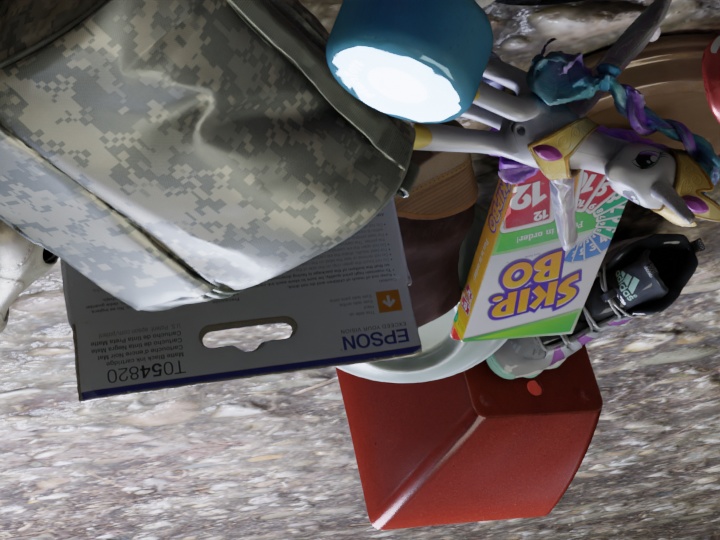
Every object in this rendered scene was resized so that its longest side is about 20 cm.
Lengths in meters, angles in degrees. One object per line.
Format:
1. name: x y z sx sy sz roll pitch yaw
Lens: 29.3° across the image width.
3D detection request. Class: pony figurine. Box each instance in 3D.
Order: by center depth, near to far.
1. pony figurine: 0.107 -0.086 0.792 0.198 0.168 0.193 18 -158 0

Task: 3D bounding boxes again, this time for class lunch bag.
1. lunch bag: -0.087 -0.083 0.655 0.167 0.140 0.200 -12 139 38

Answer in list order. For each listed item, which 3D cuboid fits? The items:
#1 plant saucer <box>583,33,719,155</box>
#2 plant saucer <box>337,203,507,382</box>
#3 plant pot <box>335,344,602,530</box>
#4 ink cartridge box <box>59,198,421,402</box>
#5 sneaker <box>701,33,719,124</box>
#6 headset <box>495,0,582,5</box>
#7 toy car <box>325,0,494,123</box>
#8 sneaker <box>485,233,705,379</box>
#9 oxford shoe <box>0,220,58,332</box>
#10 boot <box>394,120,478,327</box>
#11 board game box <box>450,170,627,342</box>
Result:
1. plant saucer: 0.196 -0.104 0.974 0.198 0.030 0.200 -8 160 -3
2. plant saucer: 0.034 0.027 1.078 0.198 0.050 0.201 1 130 1
3. plant pot: 0.111 0.108 1.271 0.198 0.201 0.176 1 150 -26
4. ink cartridge box: -0.076 -0.024 0.807 0.198 0.202 0.041 -6 156 -8
5. sneaker: 0.311 -0.132 0.860 0.199 0.079 0.115 -11 178 -39
6. headset: 0.132 -0.189 0.691 0.123 0.095 0.200 -4 174 -28
7. toy car: -0.024 -0.187 0.516 0.198 0.186 0.177 17 162 9
8. sneaker: 0.201 0.020 1.148 0.199 0.078 0.140 -33 -178 -21
9. oxford shoe: -0.249 0.000 0.979 0.074 0.071 0.200 -9 161 -20
10. boot: 0.000 0.000 0.929 0.199 0.072 0.167 -27 138 -27
11. board game box: 0.131 -0.015 0.998 0.095 0.030 0.201 -3 138 -18
